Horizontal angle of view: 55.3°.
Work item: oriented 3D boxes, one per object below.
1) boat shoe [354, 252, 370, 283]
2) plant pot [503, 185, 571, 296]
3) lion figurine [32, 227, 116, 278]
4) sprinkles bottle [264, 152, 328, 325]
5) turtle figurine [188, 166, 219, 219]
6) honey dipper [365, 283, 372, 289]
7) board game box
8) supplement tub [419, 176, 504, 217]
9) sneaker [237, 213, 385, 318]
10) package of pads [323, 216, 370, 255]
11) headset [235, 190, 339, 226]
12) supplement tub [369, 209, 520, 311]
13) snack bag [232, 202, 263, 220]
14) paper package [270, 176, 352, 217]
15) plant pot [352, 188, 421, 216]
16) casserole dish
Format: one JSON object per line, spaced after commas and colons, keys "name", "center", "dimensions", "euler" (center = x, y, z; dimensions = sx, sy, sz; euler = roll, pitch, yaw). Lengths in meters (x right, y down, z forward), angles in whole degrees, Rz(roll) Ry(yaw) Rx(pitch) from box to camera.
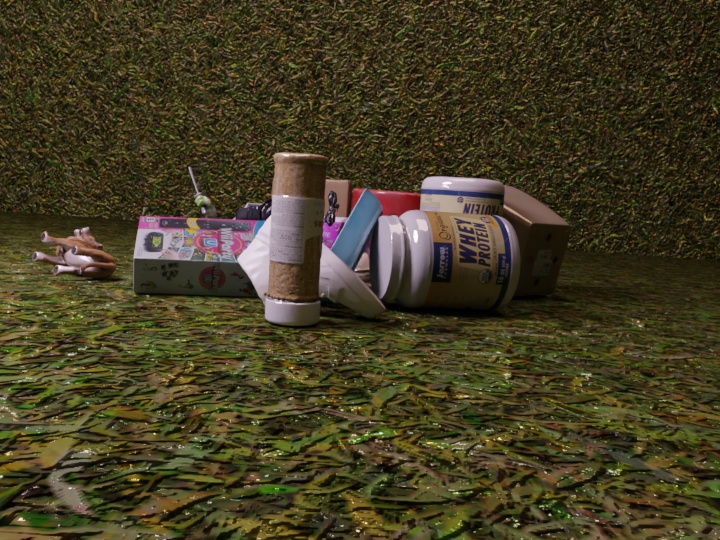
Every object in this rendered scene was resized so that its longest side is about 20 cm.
{"name": "boat shoe", "center": [0.000, 0.000, 1.197], "dimensions": [0.197, 0.066, 0.072], "euler": [1, 6, -6]}
{"name": "plant pot", "center": [0.278, -0.048, 1.304], "dimensions": [0.198, 0.203, 0.176], "euler": [0, 18, -42]}
{"name": "lion figurine", "center": [-0.453, -0.018, 1.133], "dimensions": [0.199, 0.073, 0.122], "euler": [28, 7, 41]}
{"name": "sprinkles bottle", "center": [-0.077, -0.038, 0.827], "dimensions": [0.067, 0.203, 0.068], "euler": [4, 6, 0]}
{"name": "turtle figurine", "center": [-0.311, -0.058, 1.218], "dimensions": [0.143, 0.202, 0.194], "euler": [-31, 14, -4]}
{"name": "honey dipper", "center": [0.009, 0.027, 1.109], "dimensions": [0.197, 0.039, 0.038], "euler": [5, 5, -17]}
{"name": "board game box", "center": [-0.241, -0.024, 1.055], "dimensions": [0.197, 0.065, 0.148], "euler": [2, 29, -15]}
{"name": "supplement tub", "center": [0.170, -0.055, 1.184], "dimensions": [0.143, 0.203, 0.145], "euler": [3, 5, 0]}
{"name": "sneaker", "center": [-0.070, 0.021, 0.912], "dimensions": [0.200, 0.116, 0.074], "euler": [41, -2, 8]}
{"name": "package of pads", "center": [-0.058, -0.043, 1.315], "dimensions": [0.198, 0.122, 0.075], "euler": [7, 6, 39]}
{"name": "headset", "center": [-0.136, -0.102, 1.267], "dimensions": [0.197, 0.095, 0.123], "euler": [3, -11, 23]}
{"name": "supplement tub", "center": [0.122, -0.014, 1.026], "dimensions": [0.197, 0.147, 0.144], "euler": [2, 6, -15]}
{"name": "snack bag", "center": [-0.217, -0.074, 1.424], "dimensions": [0.187, 0.022, 0.200], "euler": [-5, -28, -49]}
{"name": "paper package", "center": [-0.119, -0.116, 1.606], "dimensions": [0.188, 0.203, 0.103], "euler": [4, 5, 2]}
{"name": "plant pot", "center": [0.076, -0.091, 1.575], "dimensions": [0.197, 0.185, 0.200], "euler": [4, 4, 0]}
{"name": "casserole dish", "center": [-0.016, -0.033, 1.032], "dimensions": [0.038, 0.201, 0.122], "euler": [26, -37, 4]}
